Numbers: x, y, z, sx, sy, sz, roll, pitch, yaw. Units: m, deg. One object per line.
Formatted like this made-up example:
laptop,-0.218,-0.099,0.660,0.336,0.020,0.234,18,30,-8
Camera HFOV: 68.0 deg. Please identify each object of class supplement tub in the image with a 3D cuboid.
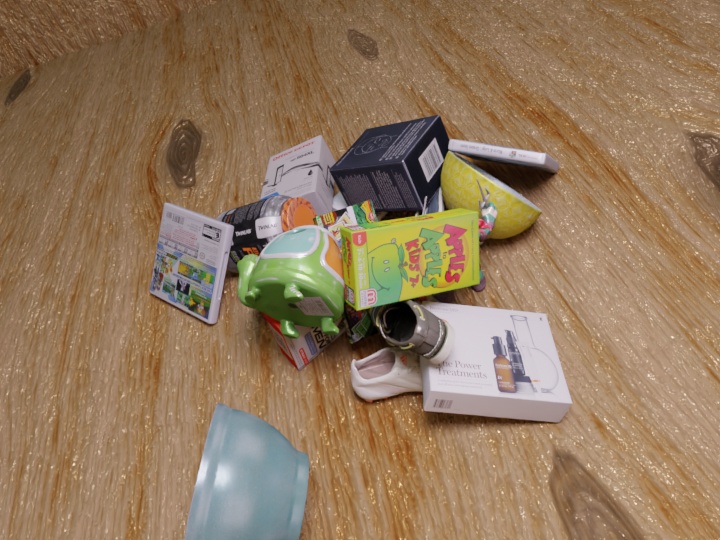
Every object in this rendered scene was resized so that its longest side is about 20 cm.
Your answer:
supplement tub,-0.181,-0.071,1.020,0.194,0.124,0.125,-11,40,33

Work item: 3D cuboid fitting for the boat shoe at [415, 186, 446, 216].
boat shoe,0.133,-0.087,1.002,0.060,0.076,0.206,-7,55,17

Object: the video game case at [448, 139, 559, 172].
video game case,0.280,-0.219,1.027,0.177,0.025,0.198,16,12,25

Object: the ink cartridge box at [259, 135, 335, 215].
ink cartridge box,-0.134,-0.182,1.156,0.141,0.085,0.205,-18,43,18

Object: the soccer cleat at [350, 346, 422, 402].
soccer cleat,0.079,0.143,0.792,0.193,0.079,0.071,-15,43,3

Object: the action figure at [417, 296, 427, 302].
action figure,0.054,-0.022,0.951,0.064,0.101,0.200,-31,48,-14

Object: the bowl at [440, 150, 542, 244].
bowl,0.215,-0.115,0.962,0.110,0.196,0.201,-58,43,18

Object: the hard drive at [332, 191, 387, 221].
hard drive,0.034,-0.175,1.155,0.130,0.027,0.200,26,60,36

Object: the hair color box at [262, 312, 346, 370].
hair color box,-0.058,0.057,0.897,0.199,0.113,0.063,-40,49,-21

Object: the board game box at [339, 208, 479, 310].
board game box,0.072,-0.019,0.738,0.193,0.106,0.047,-11,15,-21

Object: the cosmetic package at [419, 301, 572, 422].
cosmetic package,0.181,0.125,0.754,0.192,0.053,0.154,6,43,-5

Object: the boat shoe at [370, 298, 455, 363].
boat shoe,0.058,0.071,0.750,0.074,0.059,0.201,-64,23,-2

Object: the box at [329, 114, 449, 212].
box,0.063,-0.202,1.039,0.196,0.109,0.150,5,46,44

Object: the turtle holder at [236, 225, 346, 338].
turtle holder,-0.095,0.015,0.784,0.183,0.139,0.136,-25,42,49

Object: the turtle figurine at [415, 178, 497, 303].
turtle figurine,0.152,-0.041,0.858,0.144,0.204,0.103,-7,43,10

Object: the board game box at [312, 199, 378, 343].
board game box,0.000,0.000,0.854,0.102,0.207,0.023,-19,3,-24

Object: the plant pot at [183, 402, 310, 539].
plant pot,-0.136,0.283,0.665,0.129,0.204,0.205,12,45,-8

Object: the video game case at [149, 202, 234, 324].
video game case,-0.331,-0.018,1.036,0.195,0.189,0.022,19,10,32
